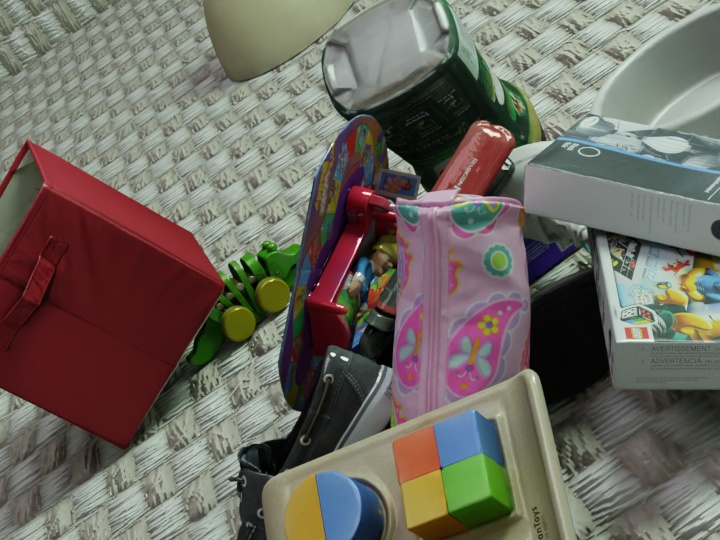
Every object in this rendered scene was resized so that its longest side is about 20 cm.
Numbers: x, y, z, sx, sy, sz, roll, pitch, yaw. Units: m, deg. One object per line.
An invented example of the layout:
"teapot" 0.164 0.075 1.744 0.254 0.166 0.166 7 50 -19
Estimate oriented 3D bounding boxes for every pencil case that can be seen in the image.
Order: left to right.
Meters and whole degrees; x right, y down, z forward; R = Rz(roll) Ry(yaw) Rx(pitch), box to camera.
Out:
"pencil case" 0.058 0.055 1.026 0.087 0.087 0.202 -5 81 51

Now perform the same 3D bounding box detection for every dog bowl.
"dog bowl" 0.259 -0.132 1.271 0.199 0.059 0.201 -31 22 14

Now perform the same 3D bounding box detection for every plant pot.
"plant pot" -0.122 -0.353 2.152 0.199 0.135 0.201 -30 24 14

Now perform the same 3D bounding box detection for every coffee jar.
"coffee jar" 0.060 -0.117 1.238 0.104 0.200 0.086 -27 59 16

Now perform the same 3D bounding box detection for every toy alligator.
"toy alligator" -0.086 0.003 1.501 0.200 0.054 0.059 -41 23 -11

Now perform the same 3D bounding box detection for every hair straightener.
"hair straightener" 0.051 -0.001 1.152 0.041 0.077 0.201 21 70 15

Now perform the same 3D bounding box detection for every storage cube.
"storage cube" -0.245 0.020 1.471 0.172 0.179 0.200 -58 23 6

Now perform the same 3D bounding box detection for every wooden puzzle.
"wooden puzzle" 0.026 0.165 0.927 0.199 0.046 0.187 -27 55 25

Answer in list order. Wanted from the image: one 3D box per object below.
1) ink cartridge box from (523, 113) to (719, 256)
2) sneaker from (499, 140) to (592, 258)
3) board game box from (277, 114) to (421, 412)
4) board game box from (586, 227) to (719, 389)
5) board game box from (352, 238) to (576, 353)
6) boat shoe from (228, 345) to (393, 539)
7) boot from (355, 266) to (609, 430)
"ink cartridge box" 0.209 -0.048 1.054 0.198 0.040 0.099 15 31 26
"sneaker" 0.161 -0.037 1.172 0.198 0.075 0.089 -5 54 24
"board game box" 0.000 0.000 1.128 0.039 0.202 0.158 13 6 16
"board game box" 0.206 0.007 1.030 0.125 0.035 0.201 0 28 2
"board game box" 0.060 0.001 1.309 0.199 0.045 0.134 -37 22 -2
"boat shoe" -0.048 0.130 1.093 0.201 0.066 0.070 -55 7 27
"boot" 0.082 0.050 1.150 0.203 0.074 0.154 -36 19 -4
